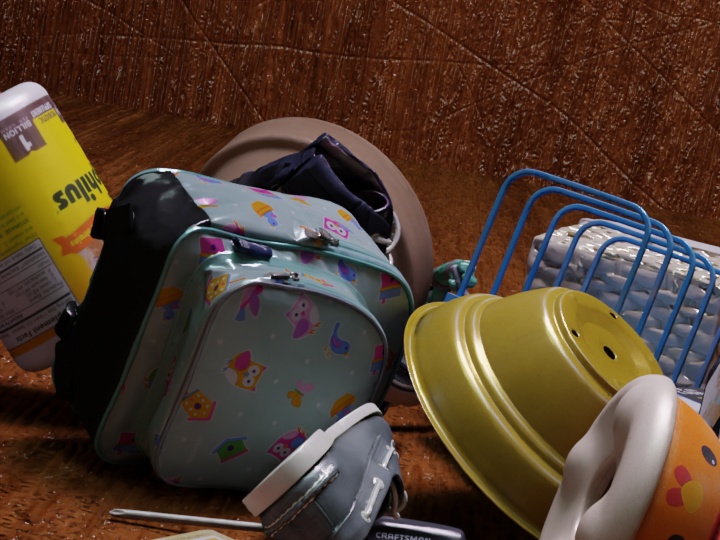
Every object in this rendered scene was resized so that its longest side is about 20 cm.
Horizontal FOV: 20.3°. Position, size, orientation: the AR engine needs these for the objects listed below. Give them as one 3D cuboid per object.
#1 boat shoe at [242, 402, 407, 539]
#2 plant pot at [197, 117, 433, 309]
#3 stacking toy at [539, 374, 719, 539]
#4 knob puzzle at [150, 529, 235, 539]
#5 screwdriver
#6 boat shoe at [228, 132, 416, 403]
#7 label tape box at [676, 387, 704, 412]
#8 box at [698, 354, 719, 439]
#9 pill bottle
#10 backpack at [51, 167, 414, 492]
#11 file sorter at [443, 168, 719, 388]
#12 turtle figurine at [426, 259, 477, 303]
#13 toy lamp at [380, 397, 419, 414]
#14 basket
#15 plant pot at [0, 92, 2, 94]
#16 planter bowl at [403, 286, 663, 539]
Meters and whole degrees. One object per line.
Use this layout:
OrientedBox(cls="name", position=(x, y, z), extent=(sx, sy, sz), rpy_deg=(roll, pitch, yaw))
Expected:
OrientedBox(cls="boat shoe", position=(-0.010, 0.120, 1.081), extent=(0.062, 0.073, 0.200), rpy_deg=(47, 8, 6))
OrientedBox(cls="plant pot", position=(-0.071, 0.009, 1.456), extent=(0.198, 0.202, 0.175), rpy_deg=(14, 28, 22))
OrientedBox(cls="stacking toy", position=(0.200, 0.156, 1.054), extent=(0.199, 0.147, 0.146), rpy_deg=(25, 8, -4))
OrientedBox(cls="knob puzzle", position=(-0.056, 0.160, 0.957), extent=(0.217, 0.031, 0.220), rpy_deg=(11, 9, -2))
OrientedBox(cls="screwdriver", position=(-0.039, 0.140, 1.110), extent=(0.198, 0.029, 0.028), rpy_deg=(11, 9, -3))
OrientedBox(cls="boat shoe", position=(0.000, 0.000, 1.338), extent=(0.200, 0.092, 0.075), rpy_deg=(46, 29, -23))
OrientedBox(cls="label tape box", position=(0.203, 0.117, 1.412), extent=(0.142, 0.067, 0.200), rpy_deg=(5, 13, -33))
OrientedBox(cls="box", position=(0.272, 0.113, 1.271), extent=(0.116, 0.060, 0.200), rpy_deg=(27, 29, 2))
OrientedBox(cls="pill bottle", position=(-0.203, -0.012, 1.302), extent=(0.109, 0.201, 0.109), rpy_deg=(-30, 8, 4))
OrientedBox(cls="backpack", position=(-0.064, 0.042, 1.227), extent=(0.199, 0.177, 0.153), rpy_deg=(4, 26, -42))
OrientedBox(cls="file sorter", position=(0.181, 0.019, 1.521), extent=(0.138, 0.124, 0.200), rpy_deg=(21, -3, 33))
OrientedBox(cls="turtle figurine", position=(0.028, 0.026, 1.616), extent=(0.201, 0.149, 0.101), rpy_deg=(58, 10, 24))
OrientedBox(cls="toy lamp", position=(0.074, 0.089, 1.469), extent=(0.199, 0.059, 0.058), rpy_deg=(0, 13, -37))
OrientedBox(cls="basket", position=(0.237, 0.045, 1.686), extent=(0.199, 0.137, 0.123), rpy_deg=(17, 15, 33))
OrientedBox(cls="plant pot", position=(-0.335, -0.035, 1.391), extent=(0.198, 0.202, 0.179), rpy_deg=(10, 25, -2))
OrientedBox(cls="planter bowl", position=(0.127, 0.072, 1.216), extent=(0.200, 0.083, 0.201), rpy_deg=(35, 27, -21))
